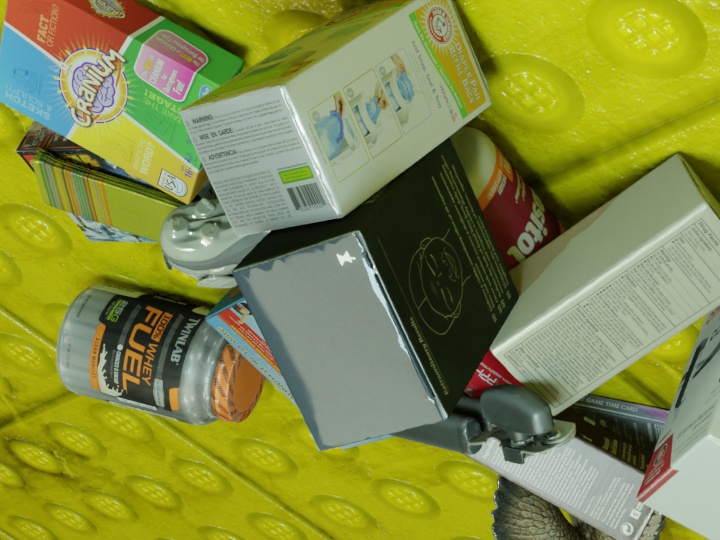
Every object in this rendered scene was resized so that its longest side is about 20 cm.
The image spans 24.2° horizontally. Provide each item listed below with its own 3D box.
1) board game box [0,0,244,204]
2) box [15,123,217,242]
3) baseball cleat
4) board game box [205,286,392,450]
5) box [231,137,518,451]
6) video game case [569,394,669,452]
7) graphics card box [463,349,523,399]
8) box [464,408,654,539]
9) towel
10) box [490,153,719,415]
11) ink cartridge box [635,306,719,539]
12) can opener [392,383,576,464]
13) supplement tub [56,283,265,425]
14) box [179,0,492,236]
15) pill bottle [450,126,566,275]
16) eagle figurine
[{"bbox_3d":[-0.207,-0.161,1.413,0.200,0.040,0.153,28,139,4],"label":"board game box"},{"bbox_3d":[-0.208,-0.083,1.574,0.200,0.040,0.137,2,143,33],"label":"box"},{"bbox_3d":[-0.077,-0.033,1.489,0.199,0.070,0.107,-3,153,-4],"label":"baseball cleat"},{"bbox_3d":[-0.032,0.078,1.615,0.200,0.056,0.196,44,155,-10],"label":"board game box"},{"bbox_3d":[0.018,0.011,1.209,0.107,0.200,0.149,-17,106,27],"label":"box"},{"bbox_3d":[0.245,0.170,1.661,0.200,0.019,0.143,11,146,24],"label":"video game case"},{"bbox_3d":[0.083,0.062,1.473,0.125,0.051,0.200,35,-174,-17],"label":"graphics card box"},{"bbox_3d":[0.185,0.170,1.575,0.200,0.075,0.100,27,-169,6],"label":"box"},{"bbox_3d":[-0.208,-0.057,1.560,0.200,0.018,0.086,18,154,8],"label":"towel"},{"bbox_3d":[0.197,0.012,1.298,0.200,0.078,0.095,-35,123,14],"label":"box"},{"bbox_3d":[0.310,0.095,1.328,0.084,0.200,0.144,29,149,1],"label":"ink cartridge box"},{"bbox_3d":[0.088,0.114,1.346,0.200,0.053,0.067,3,113,48],"label":"can opener"},{"bbox_3d":[-0.206,0.090,1.755,0.200,0.123,0.123,12,147,19],"label":"supplement tub"},{"bbox_3d":[-0.013,-0.118,1.211,0.112,0.200,0.102,-8,112,44],"label":"box"},{"bbox_3d":[0.112,-0.016,1.382,0.113,0.113,0.200,-9,137,43],"label":"pill bottle"},{"bbox_3d":[0.230,0.270,1.688,0.151,0.152,0.200,29,161,35],"label":"eagle figurine"}]
